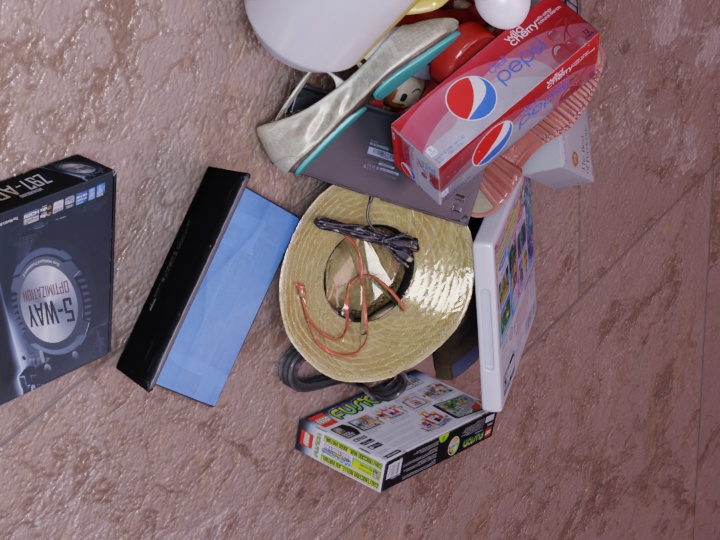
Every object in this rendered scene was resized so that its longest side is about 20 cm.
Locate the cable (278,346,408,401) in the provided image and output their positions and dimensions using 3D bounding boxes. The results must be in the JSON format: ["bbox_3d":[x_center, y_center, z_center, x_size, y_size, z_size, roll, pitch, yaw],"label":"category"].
[{"bbox_3d":[-0.013,0.092,1.876,0.199,0.050,0.098,-13,125,-40],"label":"cable"}]

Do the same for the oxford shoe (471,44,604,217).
[{"bbox_3d":[0.147,-0.142,1.776,0.071,0.074,0.200,41,92,-16],"label":"oxford shoe"}]

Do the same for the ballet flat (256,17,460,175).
[{"bbox_3d":[-0.006,-0.163,1.621,0.200,0.062,0.067,-40,178,5],"label":"ballet flat"}]

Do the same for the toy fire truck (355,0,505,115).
[{"bbox_3d":[0.063,-0.182,1.751,0.199,0.112,0.169,-16,141,-51],"label":"toy fire truck"}]

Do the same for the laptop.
[{"bbox_3d":[-0.111,0.022,1.591,0.115,0.200,0.188,25,87,-18],"label":"laptop"}]

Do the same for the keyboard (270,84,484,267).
[{"bbox_3d":[0.012,-0.079,1.701,0.199,0.021,0.128,17,92,-21],"label":"keyboard"}]

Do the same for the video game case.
[{"bbox_3d":[0.143,0.008,1.862,0.200,0.024,0.183,-62,151,-58],"label":"video game case"}]

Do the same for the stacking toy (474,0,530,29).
[{"bbox_3d":[0.098,-0.298,1.622,0.146,0.146,0.201,-45,119,-32],"label":"stacking toy"}]

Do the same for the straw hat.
[{"bbox_3d":[0.000,0.000,1.765,0.200,0.085,0.203,-3,97,-21],"label":"straw hat"}]

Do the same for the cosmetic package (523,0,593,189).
[{"bbox_3d":[0.189,-0.188,1.895,0.082,0.050,0.202,13,70,-57],"label":"cosmetic package"}]

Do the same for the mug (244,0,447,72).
[{"bbox_3d":[-0.004,-0.232,1.528,0.153,0.186,0.150,-53,-160,45],"label":"mug"}]

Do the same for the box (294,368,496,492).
[{"bbox_3d":[0.039,0.158,1.913,0.199,0.110,0.035,-19,125,-51],"label":"box"}]

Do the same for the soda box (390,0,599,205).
[{"bbox_3d":[0.119,-0.151,1.673,0.200,0.063,0.070,-40,157,-16],"label":"soda box"}]

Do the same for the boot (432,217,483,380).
[{"bbox_3d":[0.111,0.021,1.961,0.200,0.074,0.097,-53,148,-43],"label":"boot"}]

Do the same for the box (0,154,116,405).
[{"bbox_3d":[-0.267,0.017,1.416,0.200,0.043,0.161,-26,129,-48],"label":"box"}]
